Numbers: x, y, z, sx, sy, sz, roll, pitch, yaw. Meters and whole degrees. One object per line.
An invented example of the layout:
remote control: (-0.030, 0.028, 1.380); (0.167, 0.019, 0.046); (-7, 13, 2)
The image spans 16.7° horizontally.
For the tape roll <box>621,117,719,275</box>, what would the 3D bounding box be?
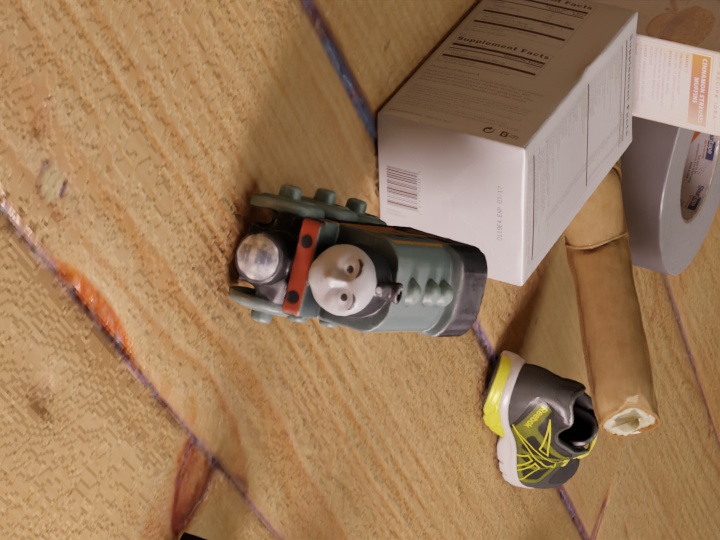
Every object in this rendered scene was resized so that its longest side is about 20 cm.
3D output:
tape roll: (0.268, -0.100, 2.139); (0.200, 0.066, 0.201); (-49, 147, -47)

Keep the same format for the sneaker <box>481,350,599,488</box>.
sneaker: (0.157, 0.136, 1.996); (0.075, 0.084, 0.200); (-66, 155, -16)

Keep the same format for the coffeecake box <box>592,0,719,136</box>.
coffeecake box: (0.230, -0.179, 1.817); (0.154, 0.199, 0.074); (-48, 146, -47)

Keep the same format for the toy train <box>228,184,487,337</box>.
toy train: (0.000, 0.000, 1.494); (0.200, 0.113, 0.086); (7, 98, -68)

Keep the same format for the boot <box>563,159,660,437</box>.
boot: (0.192, 0.017, 1.924); (0.175, 0.066, 0.202); (36, 44, -67)

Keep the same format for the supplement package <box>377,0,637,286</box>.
supplement package: (0.103, -0.098, 1.684); (0.200, 0.109, 0.114); (-49, 146, -47)

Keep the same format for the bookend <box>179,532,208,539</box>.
bookend: (-0.088, 0.302, 1.506); (0.200, 0.092, 0.200); (70, 40, -56)
